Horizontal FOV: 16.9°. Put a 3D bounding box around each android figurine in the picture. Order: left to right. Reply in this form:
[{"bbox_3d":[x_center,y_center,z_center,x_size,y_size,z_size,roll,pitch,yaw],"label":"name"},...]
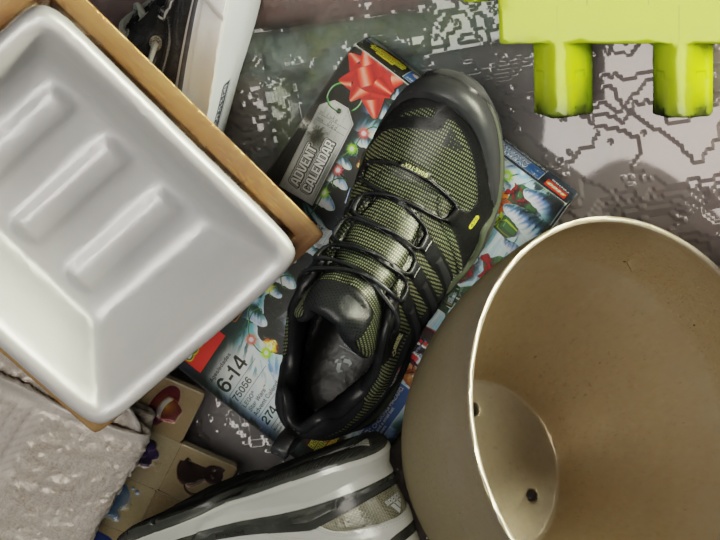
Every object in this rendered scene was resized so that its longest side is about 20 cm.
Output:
[{"bbox_3d":[0.128,-0.176,1.188,0.181,0.041,0.202,0,101,14],"label":"android figurine"}]

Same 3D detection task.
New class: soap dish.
[{"bbox_3d":[-0.142,-0.038,1.179,0.157,0.081,0.200,-40,115,11],"label":"soap dish"}]

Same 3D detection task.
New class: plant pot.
[{"bbox_3d":[0.096,0.087,1.187,0.134,0.200,0.201,-23,96,53],"label":"plant pot"}]

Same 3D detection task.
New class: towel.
[{"bbox_3d":[-0.205,0.124,1.288,0.132,0.035,0.201,26,117,-9],"label":"towel"}]

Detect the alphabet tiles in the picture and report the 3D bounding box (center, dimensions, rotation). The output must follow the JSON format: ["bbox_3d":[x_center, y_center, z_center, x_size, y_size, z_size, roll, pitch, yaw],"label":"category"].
[{"bbox_3d":[-0.175,0.104,1.299,0.199,0.006,0.167,24,116,-8],"label":"alphabet tiles"}]

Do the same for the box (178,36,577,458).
[{"bbox_3d":[0.000,0.000,1.255,0.137,0.040,0.201,37,107,6],"label":"box"}]

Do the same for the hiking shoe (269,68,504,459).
[{"bbox_3d":[0.013,0.000,1.177,0.075,0.101,0.201,22,106,7],"label":"hiking shoe"}]

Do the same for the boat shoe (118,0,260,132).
[{"bbox_3d":[-0.097,-0.111,1.246,0.067,0.072,0.201,18,112,9],"label":"boat shoe"}]

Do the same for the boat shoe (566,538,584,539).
[{"bbox_3d":[0.137,0.227,1.224,0.075,0.072,0.201,-25,72,6],"label":"boat shoe"}]

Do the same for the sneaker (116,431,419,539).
[{"bbox_3d":[-0.043,0.161,1.226,0.200,0.075,0.116,-22,92,45],"label":"sneaker"}]
